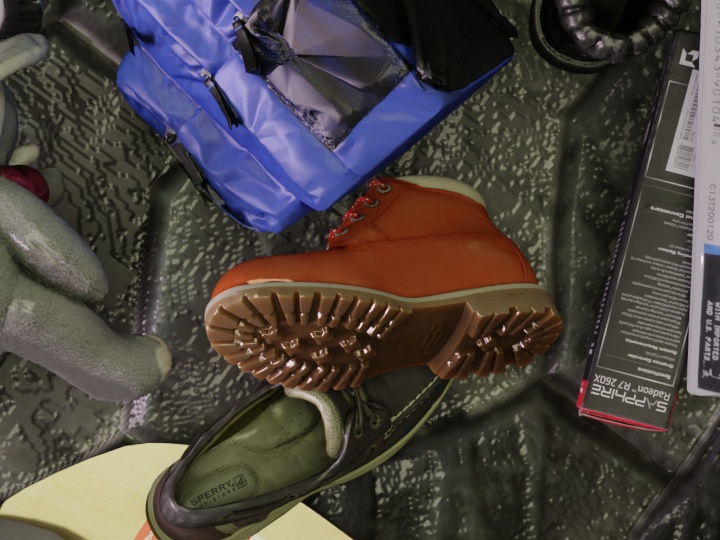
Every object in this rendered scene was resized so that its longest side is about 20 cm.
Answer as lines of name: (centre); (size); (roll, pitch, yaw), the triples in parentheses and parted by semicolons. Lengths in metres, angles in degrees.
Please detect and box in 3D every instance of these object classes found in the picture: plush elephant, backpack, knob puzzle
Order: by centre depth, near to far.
backpack: (-0.047, -0.134, 1.046); (0.168, 0.163, 0.200); (-40, 91, 18)
plush elephant: (-0.204, -0.030, 1.054); (0.164, 0.200, 0.156); (-14, 50, 31)
knob puzzle: (-0.109, 0.181, 1.101); (0.218, 0.030, 0.221); (0, 87, 0)

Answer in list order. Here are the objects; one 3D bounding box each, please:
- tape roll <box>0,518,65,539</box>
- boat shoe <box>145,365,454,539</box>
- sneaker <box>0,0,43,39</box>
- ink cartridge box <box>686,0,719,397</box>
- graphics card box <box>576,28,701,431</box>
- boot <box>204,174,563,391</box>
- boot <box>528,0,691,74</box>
tape roll: (-0.204, 0.231, 1.053); (0.201, 0.071, 0.204); (1, 95, 17)
boat shoe: (-0.022, 0.080, 1.068); (0.200, 0.066, 0.072); (-33, 84, -17)
sneaker: (-0.185, -0.190, 1.037); (0.078, 0.200, 0.091); (3, 75, -21)
ink cartridge box: (0.242, -0.046, 1.028); (0.199, 0.043, 0.199); (-10, 105, -43)
graphics card box: (0.159, -0.017, 1.062); (0.051, 0.125, 0.201); (13, 87, 7)
boot: (0.000, 0.000, 1.050); (0.199, 0.075, 0.108); (0, 54, -34)
boot: (0.141, -0.204, 1.050); (0.079, 0.158, 0.212); (8, 88, 0)
